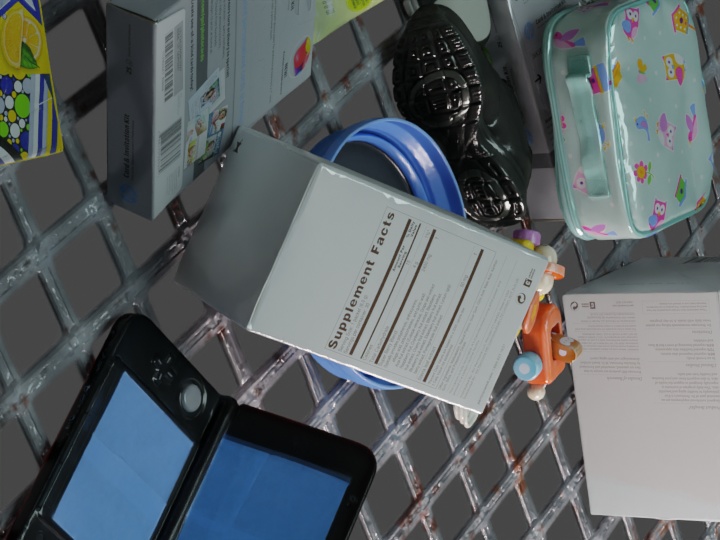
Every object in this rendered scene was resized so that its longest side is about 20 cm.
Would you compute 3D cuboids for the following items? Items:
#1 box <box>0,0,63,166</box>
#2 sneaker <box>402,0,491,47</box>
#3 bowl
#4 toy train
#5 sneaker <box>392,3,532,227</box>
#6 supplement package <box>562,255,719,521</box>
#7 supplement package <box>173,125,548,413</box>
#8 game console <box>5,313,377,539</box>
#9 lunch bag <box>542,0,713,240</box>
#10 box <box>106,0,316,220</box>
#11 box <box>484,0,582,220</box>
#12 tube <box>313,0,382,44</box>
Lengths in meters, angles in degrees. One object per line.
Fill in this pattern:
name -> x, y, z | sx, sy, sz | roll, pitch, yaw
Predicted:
box -> -0.233, -0.160, 1.264 | 0.070, 0.064, 0.200 | -19, 105, -51
sneaker -> 0.067, -0.258, 1.656 | 0.074, 0.080, 0.200 | -48, 127, -45
bowl -> 0.010, -0.013, 1.605 | 0.201, 0.039, 0.201 | 1, 88, -53
toy train -> 0.133, 0.049, 1.718 | 0.200, 0.056, 0.150 | -28, 117, -63
sneaker -> 0.083, -0.130, 1.692 | 0.091, 0.076, 0.200 | -66, 144, -43
supplement package -> 0.287, 0.099, 1.878 | 0.151, 0.152, 0.200 | -20, 105, -52
supplement package -> 0.000, 0.000, 1.457 | 0.200, 0.121, 0.120 | 22, 94, -32
game console -> -0.105, 0.150, 1.381 | 0.172, 0.119, 0.200 | 52, 50, -39
lunch bag -> 0.213, -0.130, 1.757 | 0.160, 0.077, 0.200 | -24, 108, -49
box -> -0.094, -0.149, 1.416 | 0.200, 0.041, 0.156 | -46, 152, -42
box -> 0.169, -0.164, 1.808 | 0.156, 0.041, 0.200 | -41, 122, -46
tube -> 0.037, -0.240, 1.583 | 0.200, 0.052, 0.058 | -27, 75, -12
